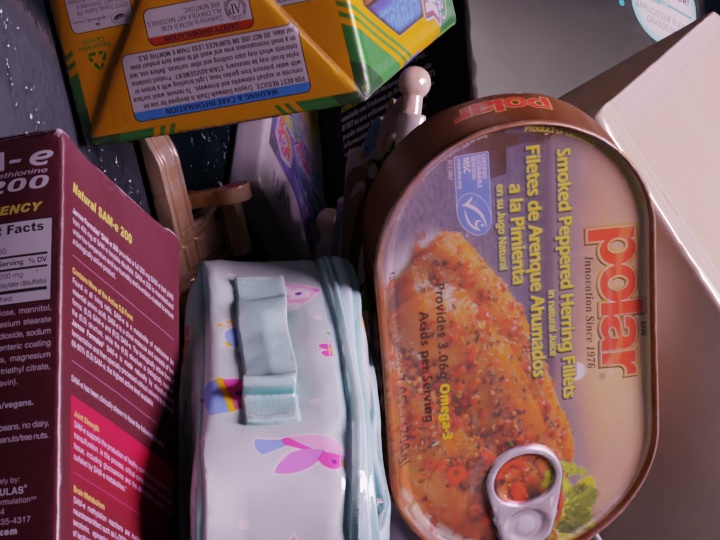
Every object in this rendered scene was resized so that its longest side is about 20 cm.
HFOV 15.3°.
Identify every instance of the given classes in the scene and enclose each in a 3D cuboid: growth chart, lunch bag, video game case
[{"bbox_3d":[0.000,0.000,1.156,0.200,0.018,0.146,127,-30,-71],"label":"growth chart"},{"bbox_3d":[-0.029,0.090,0.994,0.200,0.077,0.161,-101,-166,-63],"label":"lunch bag"},{"bbox_3d":[-0.022,-0.074,1.313,0.143,0.018,0.201,62,26,-47],"label":"video game case"}]

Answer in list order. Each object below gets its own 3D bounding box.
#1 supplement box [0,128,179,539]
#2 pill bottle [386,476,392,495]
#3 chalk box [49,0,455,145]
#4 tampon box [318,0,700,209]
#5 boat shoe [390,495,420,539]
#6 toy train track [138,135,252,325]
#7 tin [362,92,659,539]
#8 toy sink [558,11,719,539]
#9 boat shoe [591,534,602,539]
[{"bbox_3d":[-0.106,0.066,0.910,0.109,0.061,0.201,48,38,-62],"label":"supplement box"},{"bbox_3d":[0.095,0.133,1.273,0.112,0.199,0.113,-10,90,-72],"label":"pill bottle"},{"bbox_3d":[-0.040,-0.140,1.116,0.200,0.124,0.125,-43,122,-67],"label":"chalk box"},{"bbox_3d":[0.075,-0.042,1.270,0.149,0.126,0.201,5,74,-35],"label":"tampon box"},{"bbox_3d":[0.036,0.164,1.201,0.200,0.070,0.066,45,11,3],"label":"boat shoe"},{"bbox_3d":[-0.074,0.004,1.087,0.200,0.032,0.115,-45,124,-67],"label":"toy train track"},{"bbox_3d":[0.059,0.024,1.044,0.042,0.111,0.201,-108,-167,-58],"label":"tin"},{"bbox_3d":[0.137,0.016,1.128,0.112,0.130,0.200,-39,97,-43],"label":"toy sink"},{"bbox_3d":[0.083,0.118,1.181,0.200,0.075,0.062,49,13,0],"label":"boat shoe"}]
